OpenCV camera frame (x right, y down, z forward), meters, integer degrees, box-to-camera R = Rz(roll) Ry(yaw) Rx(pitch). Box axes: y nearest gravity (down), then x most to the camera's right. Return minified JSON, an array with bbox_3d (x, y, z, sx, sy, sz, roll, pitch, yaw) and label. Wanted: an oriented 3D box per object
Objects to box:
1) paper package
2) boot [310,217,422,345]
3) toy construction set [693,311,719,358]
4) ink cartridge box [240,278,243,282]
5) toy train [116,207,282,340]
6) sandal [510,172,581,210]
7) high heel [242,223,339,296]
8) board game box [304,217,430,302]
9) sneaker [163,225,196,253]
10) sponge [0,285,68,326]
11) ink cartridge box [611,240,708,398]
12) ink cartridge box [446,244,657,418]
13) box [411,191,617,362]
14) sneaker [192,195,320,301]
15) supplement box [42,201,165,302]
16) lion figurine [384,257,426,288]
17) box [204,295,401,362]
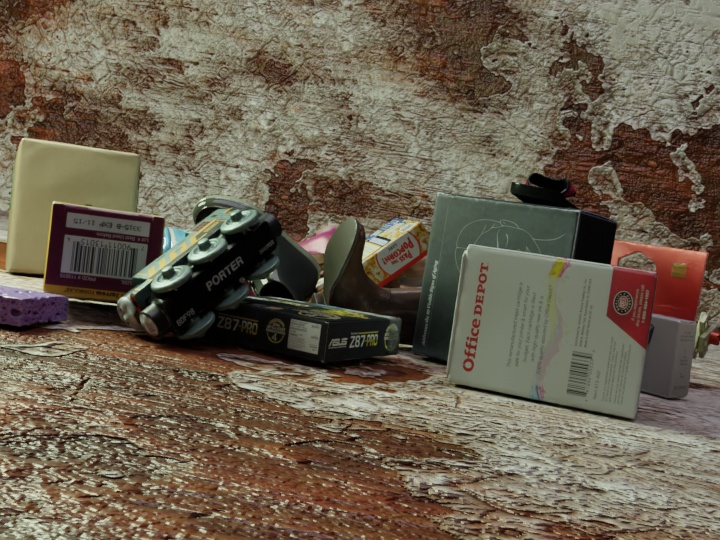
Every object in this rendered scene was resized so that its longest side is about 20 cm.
[{"bbox_3d":[-0.441,-0.090,1.512,0.187,0.205,0.103,6,2,-21],"label":"paper package"},{"bbox_3d":[0.047,0.021,1.238,0.196,0.188,0.065,7,42,-19],"label":"boot"},{"bbox_3d":[0.400,0.106,1.380,0.197,0.094,0.130,-3,-4,35],"label":"toy construction set"},{"bbox_3d":[-0.142,0.018,1.598,0.196,0.069,0.116,10,4,14],"label":"ink cartridge box"},{"bbox_3d":[-0.173,0.001,1.068,0.113,0.086,0.200,3,37,46],"label":"toy train"},{"bbox_3d":[0.231,-0.098,1.204,0.074,0.046,0.199,11,-1,20],"label":"sandal"},{"bbox_3d":[-0.103,0.007,1.429,0.197,0.068,0.096,-28,20,13],"label":"high heel"},{"bbox_3d":[0.000,0.000,1.414,0.198,0.047,0.151,-35,11,-6],"label":"board game box"},{"bbox_3d":[-0.274,-0.040,1.410,0.128,0.081,0.200,16,7,-13],"label":"sneaker"},{"bbox_3d":[-0.418,0.027,1.022,0.196,0.031,0.112,8,2,7],"label":"sponge"},{"bbox_3d":[0.333,0.052,1.251,0.044,0.180,0.198,5,4,-40],"label":"ink cartridge box"},{"bbox_3d":[0.201,0.060,1.033,0.196,0.149,0.083,10,2,17],"label":"ink cartridge box"},{"bbox_3d":[0.183,0.022,1.180,0.194,0.205,0.123,11,2,36],"label":"box"},{"bbox_3d":[-0.146,-0.023,1.313,0.198,0.075,0.107,32,27,-4],"label":"sneaker"},{"bbox_3d":[-0.309,-0.014,1.179,0.128,0.106,0.200,6,-5,-17],"label":"supplement box"},{"bbox_3d":[0.085,0.004,1.492,0.196,0.124,0.073,-12,-27,-14],"label":"lion figurine"},{"bbox_3d":[-0.075,0.064,1.121,0.197,0.050,0.160,8,1,33],"label":"box"}]
